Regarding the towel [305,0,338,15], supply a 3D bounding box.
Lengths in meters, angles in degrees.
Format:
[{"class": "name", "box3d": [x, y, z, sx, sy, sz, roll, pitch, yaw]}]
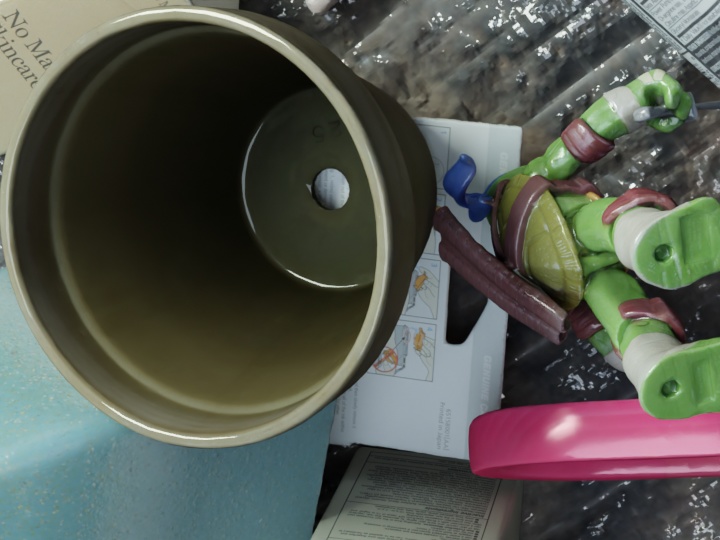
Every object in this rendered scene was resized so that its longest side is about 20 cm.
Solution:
[{"class": "towel", "box3d": [-0.018, -0.263, 0.926, 0.191, 0.032, 0.200, -39, 95, 23]}]

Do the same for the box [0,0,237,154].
[{"class": "box", "box3d": [-0.172, -0.132, 0.958, 0.200, 0.078, 0.095, -20, 134, 20]}]

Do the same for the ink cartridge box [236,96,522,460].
[{"class": "ink cartridge box", "box3d": [0.000, 0.000, 1.005, 0.173, 0.044, 0.201, 7, 109, 10]}]

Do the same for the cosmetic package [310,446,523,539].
[{"class": "cosmetic package", "box3d": [0.025, 0.172, 0.971, 0.103, 0.200, 0.073, 7, 111, 12]}]

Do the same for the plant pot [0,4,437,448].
[{"class": "plant pot", "box3d": [-0.045, -0.030, 0.879, 0.199, 0.173, 0.201, 4, 100, 23]}]

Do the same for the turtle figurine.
[{"class": "turtle figurine", "box3d": [0.150, -0.014, 0.869, 0.200, 0.194, 0.144, 23, 103, -19]}]

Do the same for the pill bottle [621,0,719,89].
[{"class": "pill bottle", "box3d": [0.175, -0.161, 0.875, 0.200, 0.106, 0.106, 42, 112, -2]}]

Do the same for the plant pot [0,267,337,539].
[{"class": "plant pot", "box3d": [-0.159, 0.111, 0.956, 0.196, 0.200, 0.196, 28, 116, 39]}]

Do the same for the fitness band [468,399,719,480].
[{"class": "fitness band", "box3d": [0.156, 0.087, 0.943, 0.199, 0.144, 0.038, -4, 79, 12]}]
